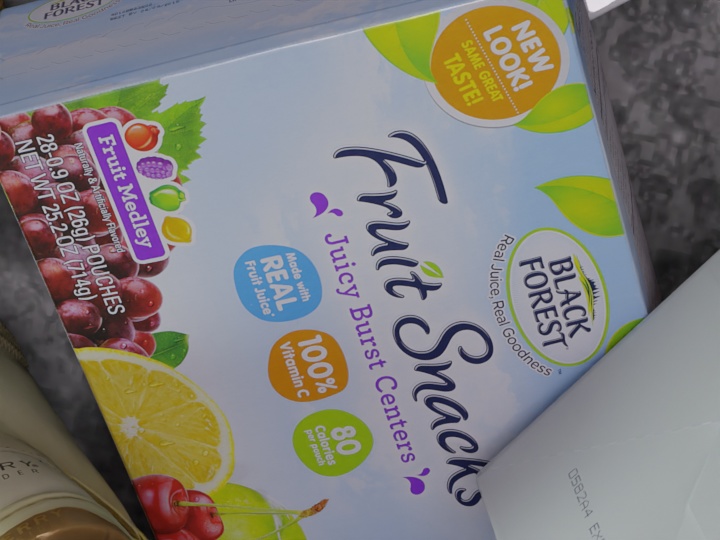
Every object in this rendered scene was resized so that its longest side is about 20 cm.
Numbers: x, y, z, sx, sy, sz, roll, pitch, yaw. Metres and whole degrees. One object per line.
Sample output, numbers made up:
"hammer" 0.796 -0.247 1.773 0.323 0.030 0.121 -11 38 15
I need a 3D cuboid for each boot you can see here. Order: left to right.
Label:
"boot" -0.101 0.098 0.808 0.073 0.156 0.201 -32 138 -10

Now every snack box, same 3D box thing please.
"snack box" 0.000 0.000 0.766 0.167 0.068 0.201 -12 127 8

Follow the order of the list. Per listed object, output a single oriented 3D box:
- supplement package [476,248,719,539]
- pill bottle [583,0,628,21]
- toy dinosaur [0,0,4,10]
"supplement package" 0.161 0.102 0.706 0.151 0.152 0.200 -43 113 11
"pill bottle" 0.028 -0.169 0.781 0.112 0.112 0.201 -27 96 1
"toy dinosaur" -0.157 -0.146 0.798 0.100 0.058 0.201 -7 121 0
